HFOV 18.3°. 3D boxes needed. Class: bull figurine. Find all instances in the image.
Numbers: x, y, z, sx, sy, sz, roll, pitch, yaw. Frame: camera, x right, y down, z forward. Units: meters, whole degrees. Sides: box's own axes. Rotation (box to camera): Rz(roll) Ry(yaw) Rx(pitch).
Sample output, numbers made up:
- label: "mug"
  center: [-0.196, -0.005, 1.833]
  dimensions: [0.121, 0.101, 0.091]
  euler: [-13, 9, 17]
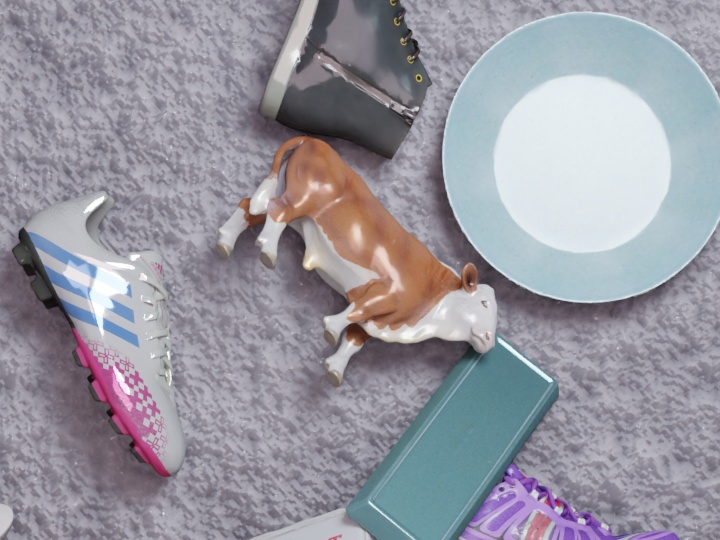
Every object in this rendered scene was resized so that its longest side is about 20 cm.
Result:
- label: "bull figurine"
  center: [0.000, 0.000, 1.504]
  dimensions: [0.200, 0.065, 0.121]
  euler: [46, 59, 9]

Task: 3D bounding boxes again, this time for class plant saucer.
- label: "plant saucer"
  center: [0.154, -0.076, 1.537]
  dimensions: [0.200, 0.039, 0.202]
  euler: [0, 84, -2]
- label: "plant saucer"
  center: [0.066, 0.114, 1.465]
  dimensions: [0.070, 0.019, 0.200]
  euler: [39, 46, 2]

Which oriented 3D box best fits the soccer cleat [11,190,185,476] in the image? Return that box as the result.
- label: "soccer cleat"
  center: [-0.155, 0.038, 1.499]
  dimensions: [0.086, 0.070, 0.201]
  euler: [-30, 85, -4]

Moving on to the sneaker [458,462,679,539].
- label: "sneaker"
  center: [0.120, 0.172, 1.490]
  dimensions: [0.199, 0.081, 0.084]
  euler: [7, 78, 0]

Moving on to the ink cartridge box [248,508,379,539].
- label: "ink cartridge box"
  center: [-0.039, 0.269, 1.403]
  dimensions: [0.145, 0.083, 0.201]
  euler: [-20, 47, 19]

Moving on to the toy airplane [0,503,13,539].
- label: "toy airplane"
  center: [-0.237, 0.243, 1.439]
  dimensions: [0.199, 0.199, 0.142]
  euler: [7, 117, 7]

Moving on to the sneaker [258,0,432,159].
- label: "sneaker"
  center: [0.013, -0.181, 1.533]
  dimensions: [0.106, 0.075, 0.201]
  euler: [21, 93, -4]
